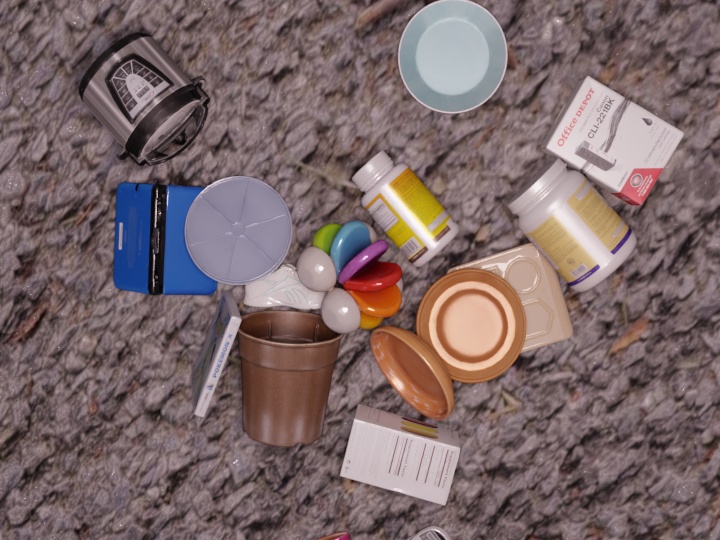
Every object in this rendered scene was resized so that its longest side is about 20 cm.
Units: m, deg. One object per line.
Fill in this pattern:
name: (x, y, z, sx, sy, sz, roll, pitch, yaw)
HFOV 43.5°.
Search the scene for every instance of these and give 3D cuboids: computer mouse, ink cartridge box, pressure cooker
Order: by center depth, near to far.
ink cartridge box: (0.438, -0.227, 1.588, 0.198, 0.084, 0.146, 31, 97, 2)
pressure cooker: (-0.373, -0.296, 1.601, 0.200, 0.179, 0.176, 48, 131, -1)
computer mouse: (0.092, 0.551, 1.704, 0.199, 0.044, 0.110, -39, 86, 12)

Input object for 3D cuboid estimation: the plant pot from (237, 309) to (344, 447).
plant pot: (-0.133, 0.195, 1.624, 0.197, 0.200, 0.202, 6, 104, 4)

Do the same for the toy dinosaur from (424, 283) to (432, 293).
toy dinosaur: (0.143, 0.129, 1.652, 0.087, 0.047, 0.202, -29, 83, 24)

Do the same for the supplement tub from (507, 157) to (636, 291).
supplement tub: (0.366, -0.081, 1.576, 0.145, 0.145, 0.200, -42, 91, 6)

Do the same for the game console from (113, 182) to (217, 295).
game console: (-0.365, -0.059, 1.696, 0.169, 0.118, 0.204, 7, 96, 35)

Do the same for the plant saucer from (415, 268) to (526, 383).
plant saucer: (0.197, 0.098, 1.601, 0.196, 0.037, 0.204, 0, 88, 3)

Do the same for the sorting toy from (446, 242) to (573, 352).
sorting toy: (0.273, 0.059, 1.654, 0.197, 0.036, 0.188, -18, 94, 1)

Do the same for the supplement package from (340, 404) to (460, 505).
supplement package: (0.073, 0.334, 1.649, 0.197, 0.114, 0.111, 15, 97, 2)

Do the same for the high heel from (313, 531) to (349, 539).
high heel: (-0.120, 0.518, 1.700, 0.197, 0.067, 0.097, 15, 101, 0)

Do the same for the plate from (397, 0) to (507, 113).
plate: (0.165, -0.384, 1.625, 0.196, 0.026, 0.204, 0, 94, 4)

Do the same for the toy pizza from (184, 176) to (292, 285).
toy pizza: (-0.223, -0.072, 1.658, 0.196, 0.032, 0.204, 0, 80, -2)

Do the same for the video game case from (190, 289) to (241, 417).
video game case: (-0.262, 0.143, 1.617, 0.022, 0.200, 0.185, 20, 97, -16)

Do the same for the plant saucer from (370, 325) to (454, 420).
plant saucer: (0.097, 0.176, 1.607, 0.037, 0.200, 0.201, -38, 91, -24)

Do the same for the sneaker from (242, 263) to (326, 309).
sneaker: (-0.119, 0.030, 1.660, 0.197, 0.070, 0.082, 3, 92, 5)

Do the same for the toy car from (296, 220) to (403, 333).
toy car: (0.000, 0.000, 1.582, 0.174, 0.149, 0.202, -32, 92, -39)

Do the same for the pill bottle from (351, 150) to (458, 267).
pill bottle: (0.076, -0.113, 1.613, 0.109, 0.109, 0.201, -40, 91, 6)
